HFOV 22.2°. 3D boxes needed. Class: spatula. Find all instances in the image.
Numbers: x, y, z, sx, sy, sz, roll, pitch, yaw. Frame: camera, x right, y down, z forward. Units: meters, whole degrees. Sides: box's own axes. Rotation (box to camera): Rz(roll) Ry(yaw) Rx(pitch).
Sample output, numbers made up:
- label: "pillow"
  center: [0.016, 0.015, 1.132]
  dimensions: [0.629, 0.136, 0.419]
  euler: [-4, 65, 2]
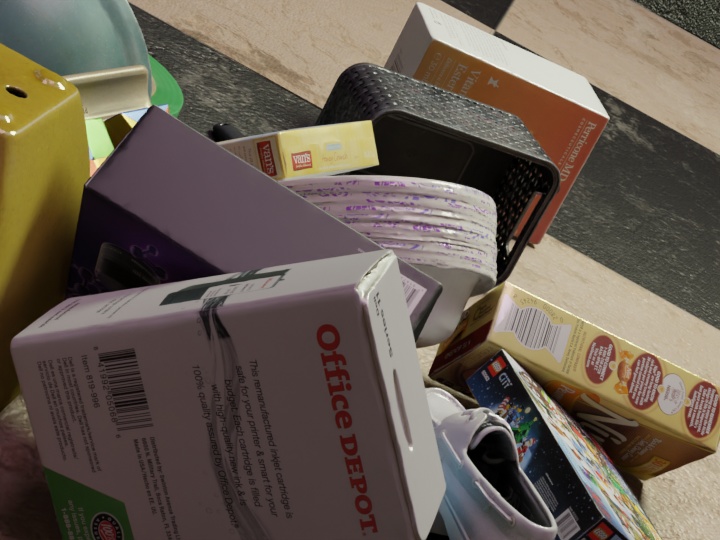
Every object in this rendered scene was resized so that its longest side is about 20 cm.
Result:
- label: "spatula"
  center: [-0.088, -0.085, 1.588]
  dimensions: [0.056, 0.021, 0.200]
  euler: [-6, 33, -23]

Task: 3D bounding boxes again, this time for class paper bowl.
- label: "paper bowl"
  center: [0.000, 0.000, 1.333]
  dimensions: [0.198, 0.105, 0.201]
  euler: [1, -9, 0]

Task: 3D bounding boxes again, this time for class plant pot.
- label: "plant pot"
  center: [-0.260, -0.035, 1.043]
  dimensions: [0.194, 0.201, 0.194]
  euler: [30, 22, 1]
- label: "plant pot"
  center: [-0.268, -0.142, 1.316]
  dimensions: [0.200, 0.201, 0.134]
  euler: [34, 49, 15]

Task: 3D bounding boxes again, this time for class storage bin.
- label: "storage bin"
  center: [0.057, -0.081, 1.607]
  dimensions: [0.199, 0.136, 0.094]
  euler: [17, 25, -27]

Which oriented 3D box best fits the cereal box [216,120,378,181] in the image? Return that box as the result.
- label: "cereal box"
  center: [-0.105, -0.076, 1.377]
  dimensions: [0.198, 0.040, 0.144]
  euler: [-7, 4, 30]

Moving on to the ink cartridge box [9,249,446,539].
- label: "ink cartridge box"
  center: [-0.066, 0.079, 0.973]
  dimensions: [0.198, 0.148, 0.083]
  euler: [-8, 14, 18]

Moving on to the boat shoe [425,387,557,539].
- label: "boat shoe"
  center: [0.077, 0.129, 1.206]
  dimensions: [0.071, 0.069, 0.200]
  euler: [19, 24, -21]

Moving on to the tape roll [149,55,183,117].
- label: "tape roll"
  center: [-0.248, -0.162, 1.539]
  dimensions: [0.199, 0.048, 0.201]
  euler: [25, 22, -11]

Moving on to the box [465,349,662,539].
- label: "box"
  center: [0.155, 0.155, 1.267]
  dimensions: [0.136, 0.038, 0.200]
  euler: [43, 11, -33]

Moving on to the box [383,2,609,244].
- label: "box"
  center: [0.115, -0.143, 1.791]
  dimensions: [0.199, 0.153, 0.107]
  euler: [21, 22, -16]

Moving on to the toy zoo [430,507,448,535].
- label: "toy zoo"
  center: [0.052, 0.138, 1.277]
  dimensions: [0.199, 0.021, 0.131]
  euler: [16, 26, -29]

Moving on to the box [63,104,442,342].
- label: "box"
  center: [-0.068, 0.017, 1.075]
  dimensions: [0.199, 0.141, 0.079]
  euler: [32, 58, 7]

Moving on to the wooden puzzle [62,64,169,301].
- label: "wooden puzzle"
  center: [-0.153, -0.036, 1.221]
  dimensions: [0.185, 0.046, 0.202]
  euler: [-23, 95, -63]

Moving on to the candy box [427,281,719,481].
- label: "candy box"
  center: [0.165, 0.087, 1.389]
  dimensions: [0.199, 0.115, 0.056]
  euler: [26, 67, -11]
